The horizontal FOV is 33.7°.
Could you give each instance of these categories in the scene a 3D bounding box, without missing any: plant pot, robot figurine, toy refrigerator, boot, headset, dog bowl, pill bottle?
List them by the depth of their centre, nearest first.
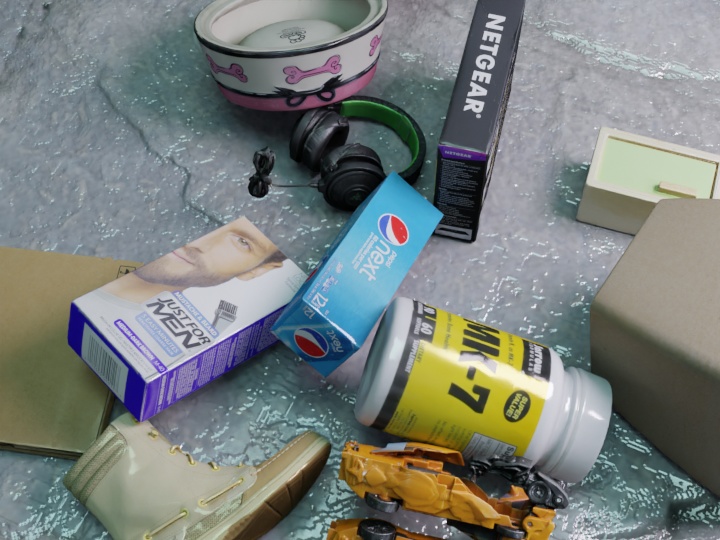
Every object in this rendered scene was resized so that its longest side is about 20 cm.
[{"bbox_3d":[0.075,0.209,0.981,0.198,0.058,0.146,12,101,4],"label":"robot figurine"},{"bbox_3d":[0.104,0.106,1.017,0.198,0.114,0.115,19,60,-5],"label":"pill bottle"},{"bbox_3d":[-0.139,0.170,1.025,0.200,0.073,0.155,-39,65,-16],"label":"boot"},{"bbox_3d":[0.307,0.052,1.027,0.176,0.200,0.200,26,63,27],"label":"plant pot"},{"bbox_3d":[0.319,-0.072,1.160,0.198,0.070,0.076,16,61,9],"label":"toy refrigerator"},{"bbox_3d":[-0.024,-0.120,1.178,0.199,0.094,0.124,-26,62,-27],"label":"headset"},{"bbox_3d":[-0.068,-0.231,1.219,0.198,0.074,0.201,-4,33,3],"label":"dog bowl"}]

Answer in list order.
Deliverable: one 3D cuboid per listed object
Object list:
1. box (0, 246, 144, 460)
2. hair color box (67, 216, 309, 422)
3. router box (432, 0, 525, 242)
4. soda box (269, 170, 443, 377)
[{"bbox_3d":[-0.301,0.072,1.110,0.162,0.021,0.201,6,60,4],"label":"box"},{"bbox_3d":[-0.149,0.039,1.071,0.109,0.065,0.199,42,48,22],"label":"hair color box"},{"bbox_3d":[0.115,-0.153,1.164,0.051,0.150,0.201,12,60,7],"label":"router box"},{"bbox_3d":[0.000,0.000,1.082,0.068,0.064,0.200,40,47,-6],"label":"soda box"}]
